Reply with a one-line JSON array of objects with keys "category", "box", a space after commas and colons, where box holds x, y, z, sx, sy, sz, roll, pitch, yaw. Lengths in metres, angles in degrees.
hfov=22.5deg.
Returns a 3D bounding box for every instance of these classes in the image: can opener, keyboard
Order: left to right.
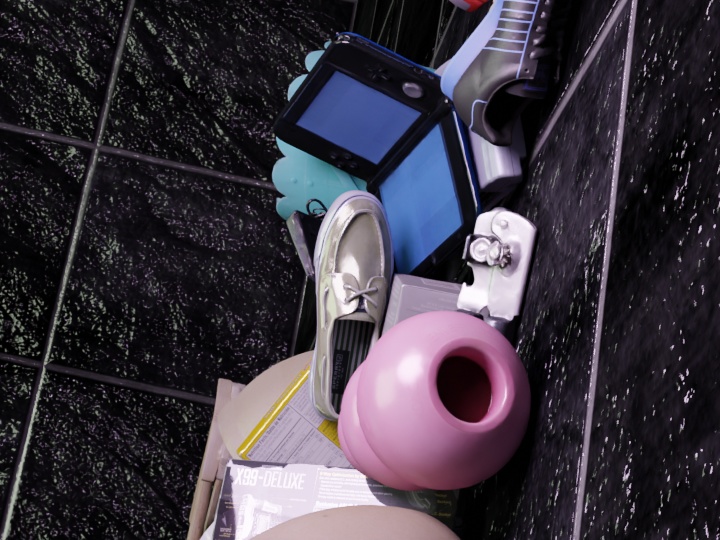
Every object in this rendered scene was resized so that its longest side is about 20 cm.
[{"category": "keyboard", "box": [0.000, 0.000, 1.677, 0.040, 0.199, 0.105, -35, 54, 27]}, {"category": "can opener", "box": [0.099, 0.051, 1.399, 0.066, 0.052, 0.202, 18, -95, -61]}]

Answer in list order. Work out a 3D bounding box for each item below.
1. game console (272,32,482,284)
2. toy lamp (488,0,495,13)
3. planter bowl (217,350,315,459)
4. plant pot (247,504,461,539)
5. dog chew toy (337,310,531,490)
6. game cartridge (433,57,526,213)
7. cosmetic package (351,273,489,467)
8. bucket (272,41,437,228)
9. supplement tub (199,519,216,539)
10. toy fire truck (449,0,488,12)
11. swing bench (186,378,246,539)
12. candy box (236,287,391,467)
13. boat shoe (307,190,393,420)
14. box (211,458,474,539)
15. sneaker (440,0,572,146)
[{"category": "game console", "box": [0.011, -0.087, 1.572, 0.200, 0.170, 0.119, -45, 23, 61]}, {"category": "toy lamp", "box": [0.114, -0.183, 1.648, 0.058, 0.058, 0.202, -124, 48, -82]}, {"category": "planter bowl", "box": [-0.018, 0.150, 1.710, 0.135, 0.200, 0.200, -49, 12, 12]}, {"category": "plant pot", "box": [0.011, 0.242, 1.259, 0.134, 0.200, 0.201, -35, -27, -41]}, {"category": "dog chew toy", "box": [0.042, 0.104, 1.311, 0.200, 0.123, 0.126, 141, 142, -65]}, {"category": "game cartridge", "box": [0.083, -0.109, 1.579, 0.200, 0.040, 0.135, 137, 132, -62]}, {"category": "cosmetic package", "box": [0.048, 0.110, 1.546, 0.107, 0.089, 0.202, -115, 34, -82]}, {"category": "bucket", "box": [0.015, -0.118, 1.786, 0.207, 0.134, 0.209, -48, -34, -49]}, {"category": "supplement tub", "box": [-0.051, 0.294, 1.511, 0.200, 0.143, 0.146, 47, 129, 50]}, {"category": "toy fire truck", "box": [0.119, -0.282, 1.526, 0.200, 0.049, 0.141, -51, 8, -27]}, {"category": "swing bench", "box": [-0.079, 0.244, 1.952, 0.130, 0.197, 0.202, -89, 12, -62]}, {"category": "candy box", "box": [-0.010, 0.117, 1.608, 0.200, 0.102, 0.026, -50, 11, -6]}, {"category": "boat shoe", "box": [-0.004, 0.033, 1.557, 0.062, 0.071, 0.202, -162, 77, -72]}, {"category": "box", "box": [-0.021, 0.232, 1.390, 0.050, 0.198, 0.159, 57, -141, -60]}, {"category": "sneaker", "box": [0.138, -0.190, 1.422, 0.078, 0.070, 0.201, 54, 130, 33]}]
